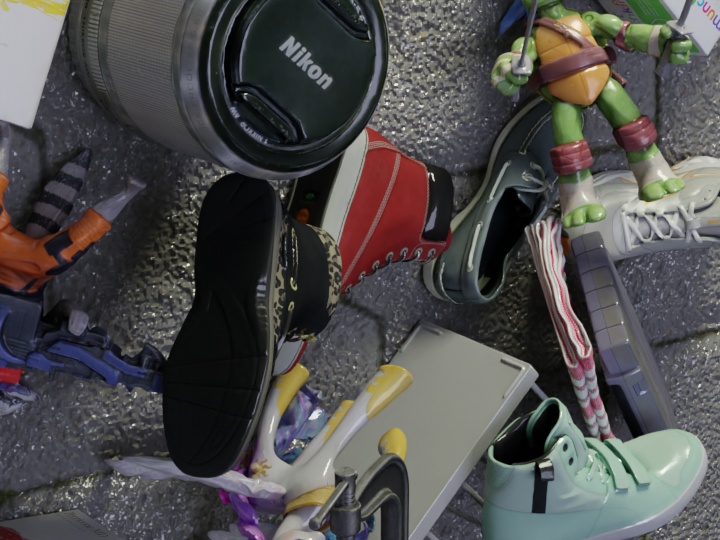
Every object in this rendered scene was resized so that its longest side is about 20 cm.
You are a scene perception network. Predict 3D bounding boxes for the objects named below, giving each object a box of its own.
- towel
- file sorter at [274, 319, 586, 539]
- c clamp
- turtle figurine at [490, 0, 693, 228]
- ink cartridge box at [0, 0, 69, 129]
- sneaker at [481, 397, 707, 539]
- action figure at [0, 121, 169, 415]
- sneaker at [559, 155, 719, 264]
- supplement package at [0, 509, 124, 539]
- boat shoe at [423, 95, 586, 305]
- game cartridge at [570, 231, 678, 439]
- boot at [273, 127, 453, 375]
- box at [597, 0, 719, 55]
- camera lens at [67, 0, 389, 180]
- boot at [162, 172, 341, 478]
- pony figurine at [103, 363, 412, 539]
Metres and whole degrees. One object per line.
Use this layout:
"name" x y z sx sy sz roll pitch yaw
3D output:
"towel" 0.175 0.068 1.713 0.030 0.147 0.200 -17 141 5
"file sorter" 0.064 0.167 1.693 0.200 0.139 0.125 -54 128 -11
"c clamp" -0.003 0.215 1.510 0.171 0.027 0.201 -49 141 -57
"turtle figurine" 0.178 -0.138 1.636 0.144 0.200 0.195 -24 98 -39
"ink cartridge box" -0.258 -0.209 1.373 0.125 0.128 0.201 16 92 -37
"sneaker" 0.179 0.141 1.624 0.200 0.074 0.119 -22 128 -24
"action figure" -0.208 0.016 1.480 0.199 0.105 0.194 23 95 -5
"sneaker" 0.255 -0.047 1.798 0.199 0.092 0.076 -19 113 -29
"supplement package" -0.257 0.249 1.497 0.199 0.121 0.120 -6 105 -34
"boat shoe" 0.129 -0.055 1.725 0.073 0.062 0.200 44 76 -33
"game cartridge" 0.220 0.078 1.768 0.038 0.130 0.200 -16 135 14
"boot" 0.000 0.000 1.647 0.144 0.072 0.201 26 83 -38
"box" 0.236 -0.302 1.718 0.200 0.097 0.177 45 74 -35
"camera lens" -0.089 -0.153 1.461 0.159 0.200 0.161 -10 108 -32
"boot" -0.067 0.047 1.494 0.154 0.073 0.205 29 68 -68
"pony figurine" -0.065 0.159 1.588 0.167 0.192 0.200 57 50 -34
